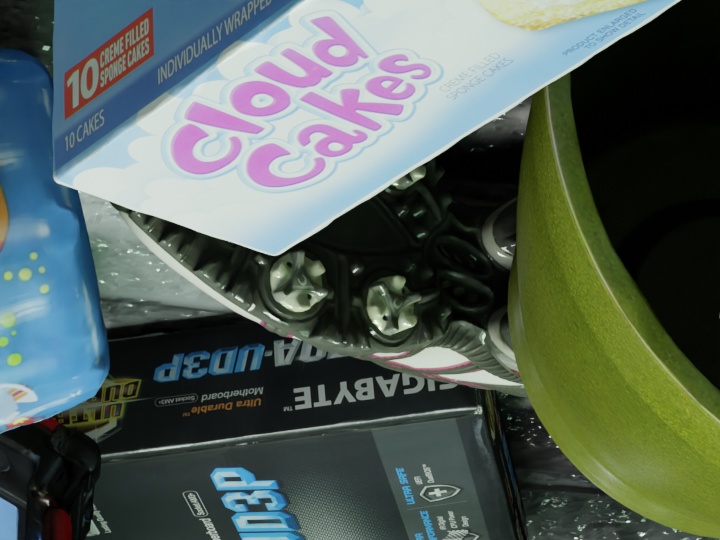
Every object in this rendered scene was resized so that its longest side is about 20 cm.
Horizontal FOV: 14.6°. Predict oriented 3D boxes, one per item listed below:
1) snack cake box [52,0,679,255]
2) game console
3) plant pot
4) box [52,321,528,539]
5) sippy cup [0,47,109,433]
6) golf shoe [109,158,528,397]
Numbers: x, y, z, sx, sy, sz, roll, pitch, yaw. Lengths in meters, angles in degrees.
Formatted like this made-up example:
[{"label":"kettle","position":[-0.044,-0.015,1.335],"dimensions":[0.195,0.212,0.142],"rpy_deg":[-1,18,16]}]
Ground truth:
[{"label":"snack cake box","position":[0.018,-0.099,0.594],"dimensions":[0.067,0.115,0.200],"rpy_deg":[19,144,-37]},{"label":"game console","position":[-0.143,0.120,0.902],"dimensions":[0.172,0.119,0.200],"rpy_deg":[29,154,6]},{"label":"plant pot","position":[0.121,-0.011,0.721],"dimensions":[0.200,0.201,0.193],"rpy_deg":[1,163,-11]},{"label":"box","position":[-0.026,0.079,0.997],"dimensions":[0.159,0.046,0.200],"rpy_deg":[-7,152,5]},{"label":"sippy cup","position":[-0.137,-0.001,0.747],"dimensions":[0.130,0.140,0.178],"rpy_deg":[-11,160,-7]},{"label":"golf shoe","position":[0.000,0.000,0.826],"dimensions":[0.200,0.077,0.088],"rpy_deg":[20,157,-31]}]
